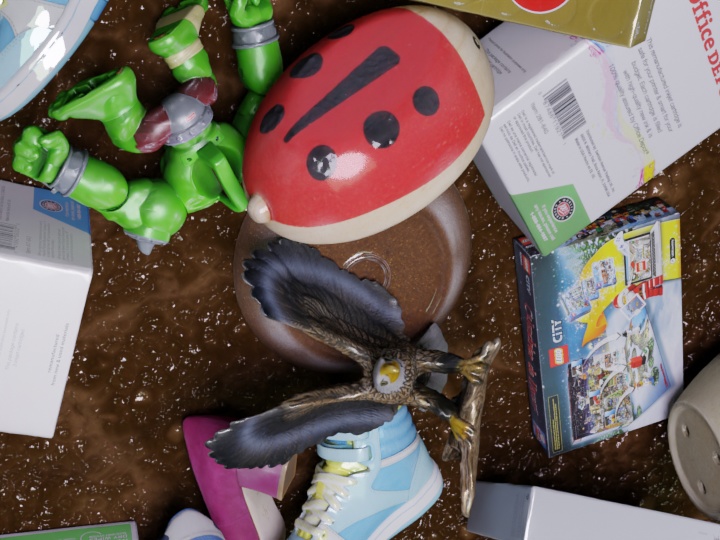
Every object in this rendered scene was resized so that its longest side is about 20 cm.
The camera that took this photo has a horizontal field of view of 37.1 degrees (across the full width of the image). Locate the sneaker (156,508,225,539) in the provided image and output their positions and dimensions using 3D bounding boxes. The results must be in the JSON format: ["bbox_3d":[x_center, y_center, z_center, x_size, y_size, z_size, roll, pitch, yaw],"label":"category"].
[{"bbox_3d":[-0.143,0.260,0.882,0.073,0.083,0.201,-13,154,-29],"label":"sneaker"}]

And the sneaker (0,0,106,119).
[{"bbox_3d":[-0.212,-0.203,0.653,0.130,0.079,0.201,34,92,-28],"label":"sneaker"}]

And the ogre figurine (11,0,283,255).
[{"bbox_3d":[-0.122,-0.096,0.720,0.200,0.097,0.121,-49,124,-29],"label":"ogre figurine"}]

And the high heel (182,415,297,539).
[{"bbox_3d":[-0.113,0.210,0.904,0.094,0.068,0.203,18,127,10],"label":"high heel"}]

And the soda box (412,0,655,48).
[{"bbox_3d":[0.092,-0.200,0.695,0.197,0.064,0.069,18,112,20],"label":"soda box"}]

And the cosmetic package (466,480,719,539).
[{"bbox_3d":[0.207,0.224,0.923,0.196,0.151,0.053,13,81,-10],"label":"cosmetic package"}]

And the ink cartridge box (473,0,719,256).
[{"bbox_3d":[0.172,-0.133,0.788,0.199,0.084,0.145,-36,131,2],"label":"ink cartridge box"}]

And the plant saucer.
[{"bbox_3d":[0.000,0.000,0.841,0.196,0.037,0.204,-7,117,-13],"label":"plant saucer"}]

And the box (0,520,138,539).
[{"bbox_3d":[-0.276,0.312,0.871,0.196,0.097,0.180,-3,115,-14],"label":"box"}]

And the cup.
[{"bbox_3d":[0.348,0.143,0.912,0.141,0.201,0.204,-14,118,-12],"label":"cup"}]

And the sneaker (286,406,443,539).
[{"bbox_3d":[-0.026,0.175,0.872,0.199,0.079,0.132,-37,120,-32],"label":"sneaker"}]

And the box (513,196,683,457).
[{"bbox_3d":[0.208,0.051,0.924,0.134,0.038,0.203,-15,118,-9],"label":"box"}]

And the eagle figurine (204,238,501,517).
[{"bbox_3d":[-0.002,0.073,0.782,0.196,0.154,0.152,10,139,-1],"label":"eagle figurine"}]

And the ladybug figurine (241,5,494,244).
[{"bbox_3d":[0.004,-0.101,0.685,0.200,0.135,0.072,-44,157,-19],"label":"ladybug figurine"}]

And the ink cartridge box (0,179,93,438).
[{"bbox_3d":[-0.288,0.011,0.708,0.196,0.129,0.127,11,111,-20],"label":"ink cartridge box"}]
